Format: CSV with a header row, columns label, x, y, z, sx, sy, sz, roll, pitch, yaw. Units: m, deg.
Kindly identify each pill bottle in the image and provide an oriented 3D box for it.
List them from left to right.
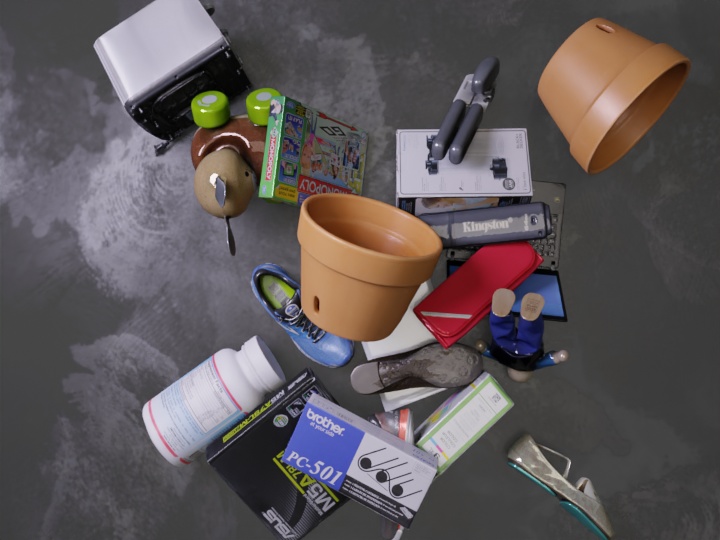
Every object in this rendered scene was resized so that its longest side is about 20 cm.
label,x,y,z,sx,sy,sz,roll,pitch,yaw
pill bottle,-0.211,0.187,1.184,0.198,0.109,0.110,-35,87,0

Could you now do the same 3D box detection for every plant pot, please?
label,x,y,z,sx,sy,sz,roll,pitch,yaw
plant pot,0.000,0.000,1.102,0.195,0.201,0.143,17,113,2
plant pot,0.347,-0.260,1.153,0.200,0.200,0.140,-43,71,-1

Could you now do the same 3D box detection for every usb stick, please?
label,x,y,z,sx,sy,sz,roll,pitch,yaw
usb stick,0.173,-0.063,1.158,0.194,0.033,0.057,-5,75,11

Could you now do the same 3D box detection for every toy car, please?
label,x,y,z,sx,sy,sz,roll,pitch,yaw
toy car,-0.168,-0.126,1.123,0.153,0.203,0.167,-2,132,2

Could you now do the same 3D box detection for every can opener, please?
label,x,y,z,sx,sy,sz,roll,pitch,yaw
can opener,0.152,-0.236,1.174,0.051,0.067,0.202,14,54,17

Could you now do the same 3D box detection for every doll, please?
label,x,y,z,sx,sy,sz,roll,pitch,yaw
doll,0.227,0.104,1.138,0.133,0.202,0.049,9,57,16

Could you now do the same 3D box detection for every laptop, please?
label,x,y,z,sx,sy,sz,roll,pitch,yaw
laptop,0.216,-0.038,1.182,0.172,0.103,0.206,6,90,1

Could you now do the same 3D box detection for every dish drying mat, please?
label,x,y,z,sx,sy,sz,roll,pitch,yaw
dish drying mat,0.167,0.020,1.139,0.199,0.018,0.077,-40,71,-17

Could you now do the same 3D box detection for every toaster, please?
label,x,y,z,sx,sy,sz,roll,pitch,yaw
toaster,-0.271,-0.287,1.171,0.197,0.181,0.120,-32,82,1

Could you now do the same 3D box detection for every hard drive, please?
label,x,y,z,sx,sy,sz,roll,pitch,yaw
hard drive,0.065,0.093,1.220,0.129,0.027,0.205,-19,88,1

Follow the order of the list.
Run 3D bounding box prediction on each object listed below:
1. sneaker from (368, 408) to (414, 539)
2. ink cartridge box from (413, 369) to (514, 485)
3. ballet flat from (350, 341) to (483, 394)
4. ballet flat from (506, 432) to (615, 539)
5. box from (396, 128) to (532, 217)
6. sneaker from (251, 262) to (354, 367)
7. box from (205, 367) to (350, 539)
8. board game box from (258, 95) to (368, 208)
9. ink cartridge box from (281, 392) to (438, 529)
label,x,y,z,sx,sy,sz,roll,pitch,yaw
sneaker,0.034,0.292,1.162,0.079,0.077,0.206,4,101,2
ink cartridge box,0.128,0.234,1.174,0.200,0.104,0.059,-44,87,0
ballet flat,0.081,0.146,1.178,0.195,0.046,0.069,-12,82,6
ballet flat,0.305,0.315,1.187,0.199,0.067,0.063,39,79,2
box,0.148,-0.144,1.192,0.194,0.060,0.120,-1,65,1
sneaker,-0.091,0.070,1.194,0.199,0.089,0.079,41,91,3
box,-0.091,0.273,1.170,0.192,0.048,0.202,-37,113,-3
board game box,-0.062,-0.155,1.157,0.029,0.198,0.139,5,87,36
ink cartridge box,-0.001,0.258,1.101,0.196,0.044,0.096,27,101,4
